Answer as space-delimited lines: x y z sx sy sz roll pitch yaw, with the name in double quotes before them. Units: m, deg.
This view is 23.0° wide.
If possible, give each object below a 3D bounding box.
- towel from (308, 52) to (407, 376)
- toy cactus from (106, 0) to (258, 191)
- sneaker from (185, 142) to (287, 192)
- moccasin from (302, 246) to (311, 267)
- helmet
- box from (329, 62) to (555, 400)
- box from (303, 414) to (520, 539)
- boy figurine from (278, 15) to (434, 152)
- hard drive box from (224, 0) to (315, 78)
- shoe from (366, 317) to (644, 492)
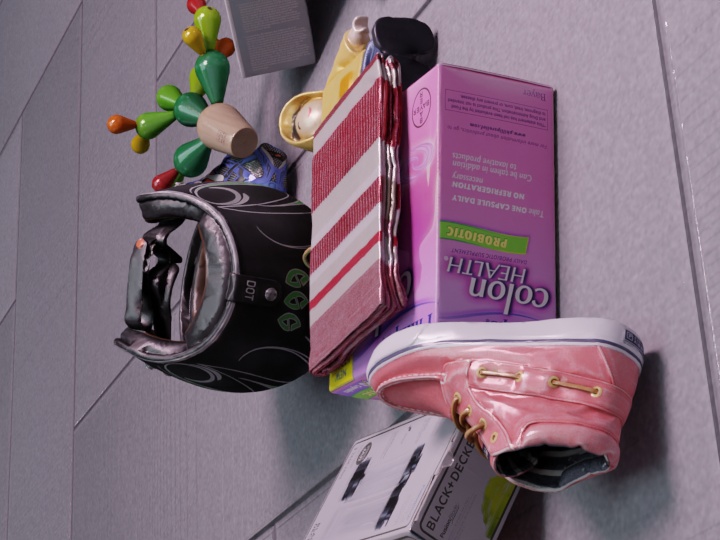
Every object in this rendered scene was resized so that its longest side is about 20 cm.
"towel" -0.004 -0.039 1.280 0.144 0.023 0.201 136 139 -58
"toy cactus" -0.159 -0.155 1.704 0.165 0.102 0.201 33 104 48
"sneaker" -0.120 -0.082 1.754 0.200 0.075 0.079 -1 71 59
"moccasin" -0.001 0.000 1.424 0.074 0.077 0.203 151 124 -61
"helmet" -0.106 0.014 1.526 0.199 0.190 0.201 -5 81 35
"box" 0.057 -0.020 1.278 0.176 0.096 0.201 149 125 -60
"box" 0.037 0.165 1.250 0.117 0.060 0.200 -62 14 -27
"boy figurine" -0.005 -0.154 1.511 0.200 0.064 0.125 -25 62 59
"hard drive box" -0.101 -0.310 1.658 0.201 0.076 0.156 81 177 -49
"shoe" 0.081 0.087 1.117 0.199 0.071 0.091 -7 52 34
